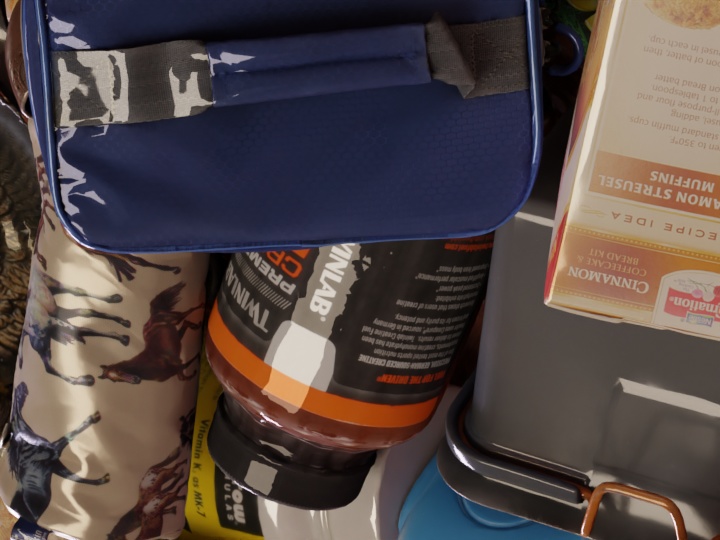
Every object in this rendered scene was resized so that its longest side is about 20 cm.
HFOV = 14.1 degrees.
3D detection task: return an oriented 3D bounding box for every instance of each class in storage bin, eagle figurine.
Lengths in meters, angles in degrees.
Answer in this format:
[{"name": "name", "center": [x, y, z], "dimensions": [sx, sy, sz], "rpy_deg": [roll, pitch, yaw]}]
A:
[{"name": "storage bin", "center": [0.132, 0.028, 1.115], "dimensions": [0.200, 0.146, 0.134], "rpy_deg": [15, 130, 21]}, {"name": "eagle figurine", "center": [-0.181, -0.027, 1.298], "dimensions": [0.152, 0.151, 0.200], "rpy_deg": [-4, 103, 30]}]

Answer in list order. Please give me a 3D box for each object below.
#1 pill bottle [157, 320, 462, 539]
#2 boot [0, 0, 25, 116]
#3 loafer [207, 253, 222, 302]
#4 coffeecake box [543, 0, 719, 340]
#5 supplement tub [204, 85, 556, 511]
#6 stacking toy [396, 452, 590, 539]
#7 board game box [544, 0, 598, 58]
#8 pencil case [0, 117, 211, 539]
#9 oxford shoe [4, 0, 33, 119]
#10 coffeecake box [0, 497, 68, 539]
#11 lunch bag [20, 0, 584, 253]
[{"name": "pill bottle", "center": [-0.042, 0.086, 1.359], "dimensions": [0.200, 0.114, 0.114], "rpy_deg": [8, 127, 38]}, {"name": "boot", "center": [-0.054, -0.094, 1.247], "dimensions": [0.174, 0.069, 0.200], "rpy_deg": [-20, 139, 29]}, {"name": "loafer", "center": [-0.154, -0.016, 1.409], "dimensions": [0.200, 0.071, 0.073], "rpy_deg": [17, 132, 32]}, {"name": "coffeecake box", "center": [0.119, -0.098, 0.972], "dimensions": [0.073, 0.154, 0.200], "rpy_deg": [12, 111, 2]}, {"name": "supplement tub", "center": [0.000, 0.000, 1.207], "dimensions": [0.107, 0.107, 0.200], "rpy_deg": [30, 115, 20]}, {"name": "stacking toy", "center": [0.110, 0.156, 1.307], "dimensions": [0.110, 0.116, 0.200], "rpy_deg": [14, 145, 44]}, {"name": "board game box", "center": [0.122, -0.105, 1.124], "dimensions": [0.200, 0.023, 0.105], "rpy_deg": [51, 143, -4]}, {"name": "pencil case", "center": [-0.109, 0.019, 1.227], "dimensions": [0.089, 0.078, 0.200], "rpy_deg": [7, 110, -1]}, {"name": "oxford shoe", "center": [-0.044, -0.101, 1.142], "dimensions": [0.200, 0.073, 0.071], "rpy_deg": [-14, 143, 16]}, {"name": "coffeecake box", "center": [-0.226, 0.164, 1.610], "dimensions": [0.154, 0.073, 0.200], "rpy_deg": [-12, 114, 45]}, {"name": "lunch bag", "center": [-0.020, -0.077, 1.045], "dimensions": [0.200, 0.132, 0.136], "rpy_deg": [-5, 105, -2]}]
